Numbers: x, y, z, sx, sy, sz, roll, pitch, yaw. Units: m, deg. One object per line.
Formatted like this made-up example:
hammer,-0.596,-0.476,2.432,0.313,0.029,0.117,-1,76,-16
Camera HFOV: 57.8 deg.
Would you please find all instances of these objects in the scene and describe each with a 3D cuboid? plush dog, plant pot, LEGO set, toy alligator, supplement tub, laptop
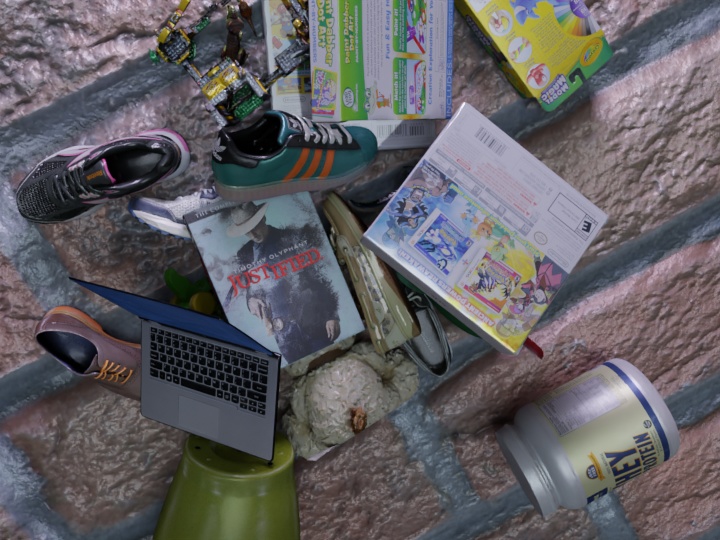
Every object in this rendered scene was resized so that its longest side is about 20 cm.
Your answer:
plush dog,-0.041,0.121,0.807,0.199,0.161,0.172,-32,79,-2
plant pot,-0.155,0.295,0.782,0.199,0.200,0.194,7,105,-10
LEGO set,-0.123,-0.244,0.690,0.199,0.116,0.154,-29,103,3
toy alligator,-0.179,0.079,0.812,0.054,0.059,0.201,-37,111,-41
supplement tub,0.297,0.223,0.869,0.199,0.145,0.146,-28,106,-2
laptop,-0.192,0.108,0.683,0.186,0.116,0.201,12,107,22

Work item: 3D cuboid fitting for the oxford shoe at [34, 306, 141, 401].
oxford shoe,-0.301,0.120,0.789,0.199,0.073,0.072,31,96,-15

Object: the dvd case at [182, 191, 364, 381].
dvd case,-0.096,0.005,0.743,0.145,0.022,0.201,-22,91,-17

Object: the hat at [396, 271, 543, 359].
hat,0.146,0.074,0.812,0.198,0.166,0.177,-1,113,5

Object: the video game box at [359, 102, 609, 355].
video game box,0.131,-0.043,0.688,0.200,0.047,0.183,38,79,-2

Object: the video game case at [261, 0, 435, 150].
video game case,-0.011,-0.234,0.779,0.198,0.023,0.183,-5,104,-7

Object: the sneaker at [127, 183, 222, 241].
sneaker,-0.169,-0.073,0.774,0.199,0.077,0.086,10,92,-18

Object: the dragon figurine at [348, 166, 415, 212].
dragon figurine,0.081,-0.100,0.804,0.199,0.059,0.100,11,99,-16

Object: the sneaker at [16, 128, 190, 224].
sneaker,-0.294,-0.110,0.730,0.199,0.086,0.081,-25,104,-2

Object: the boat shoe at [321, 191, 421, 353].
boat shoe,0.000,0.000,0.773,0.062,0.073,0.201,-31,79,9

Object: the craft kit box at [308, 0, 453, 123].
craft kit box,0.028,-0.258,0.686,0.197,0.048,0.201,-16,110,-50

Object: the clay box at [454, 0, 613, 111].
clay box,0.202,-0.301,0.783,0.115,0.048,0.200,-41,107,2

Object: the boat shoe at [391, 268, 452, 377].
boat shoe,0.063,0.046,0.827,0.072,0.071,0.200,-35,100,2

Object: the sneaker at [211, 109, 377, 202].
sneaker,-0.065,-0.136,0.714,0.199,0.071,0.080,-19,142,-25
